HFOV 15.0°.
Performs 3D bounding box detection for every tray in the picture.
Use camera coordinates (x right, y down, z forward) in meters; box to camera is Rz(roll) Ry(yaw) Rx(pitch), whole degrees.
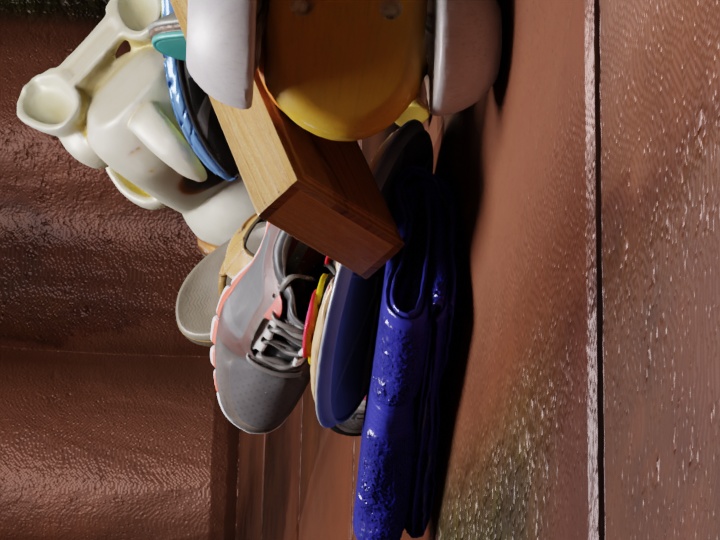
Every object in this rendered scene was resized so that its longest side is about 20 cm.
[{"bbox_3d":[-0.045,-0.093,1.613,0.037,0.098,0.201,-40,47,20],"label":"tray"}]

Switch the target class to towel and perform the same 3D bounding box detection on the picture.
[{"bbox_3d":[0.031,0.057,1.662,0.148,0.049,0.201,-82,0,-51],"label":"towel"}]

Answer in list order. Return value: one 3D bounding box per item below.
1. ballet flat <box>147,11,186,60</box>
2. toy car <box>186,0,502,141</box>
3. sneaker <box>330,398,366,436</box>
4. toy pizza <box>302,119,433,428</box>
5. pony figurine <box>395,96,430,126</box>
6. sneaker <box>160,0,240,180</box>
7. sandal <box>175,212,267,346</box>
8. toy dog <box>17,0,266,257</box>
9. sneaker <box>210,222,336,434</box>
[{"bbox_3d":[-0.038,-0.163,1.760,0.067,0.199,0.064,56,-138,-68],"label":"ballet flat"},{"bbox_3d":[-0.008,-0.173,1.536,0.150,0.174,0.202,-159,72,-87],"label":"toy car"},{"bbox_3d":[-0.009,0.033,1.904,0.088,0.073,0.201,109,160,-48],"label":"sneaker"},{"bbox_3d":[0.000,0.000,1.712,0.200,0.032,0.202,17,-90,-78],"label":"toy pizza"},{"bbox_3d":[-0.018,-0.165,1.901,0.193,0.166,0.201,-32,43,43],"label":"pony figurine"},{"bbox_3d":[-0.091,-0.160,1.827,0.071,0.082,0.201,-44,-49,-86],"label":"sneaker"},{"bbox_3d":[-0.050,-0.013,1.851,0.054,0.199,0.081,35,-138,-45],"label":"sandal"},{"bbox_3d":[-0.113,-0.093,1.969,0.140,0.200,0.194,-53,38,-5],"label":"toy dog"},{"bbox_3d":[-0.051,0.029,1.784,0.082,0.077,0.201,-98,22,-62],"label":"sneaker"}]
